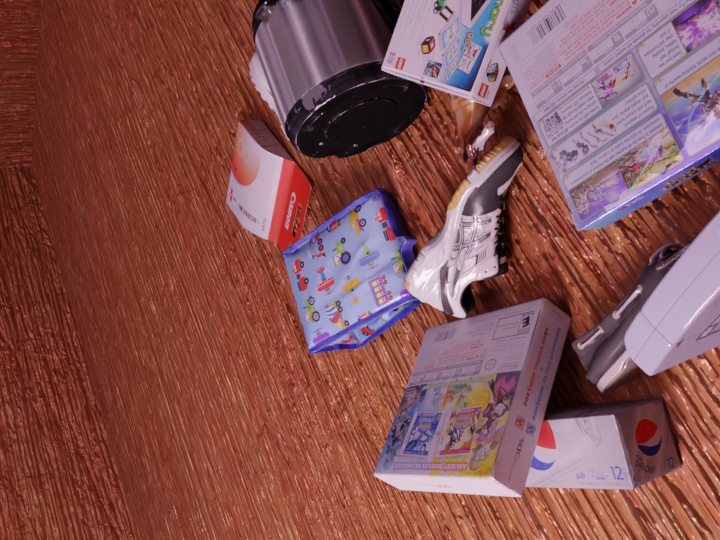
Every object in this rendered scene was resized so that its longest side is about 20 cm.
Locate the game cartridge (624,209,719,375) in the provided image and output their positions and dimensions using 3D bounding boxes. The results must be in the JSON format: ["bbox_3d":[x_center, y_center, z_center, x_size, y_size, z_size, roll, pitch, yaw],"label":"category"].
[{"bbox_3d":[0.259,-0.013,0.484,0.041,0.132,0.201,50,137,28],"label":"game cartridge"}]

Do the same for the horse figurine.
[{"bbox_3d":[0.105,-0.215,0.739,0.133,0.050,0.201,-55,50,31],"label":"horse figurine"}]

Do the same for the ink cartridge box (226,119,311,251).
[{"bbox_3d":[-0.153,-0.122,1.194,0.200,0.050,0.163,55,140,40],"label":"ink cartridge box"}]

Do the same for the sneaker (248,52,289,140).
[{"bbox_3d":[-0.090,-0.259,1.051,0.201,0.076,0.081,55,129,28],"label":"sneaker"}]

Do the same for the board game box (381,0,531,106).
[{"bbox_3d":[0.103,-0.267,0.691,0.126,0.034,0.202,31,106,41],"label":"board game box"}]

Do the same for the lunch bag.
[{"bbox_3d":[0.000,0.000,0.958,0.200,0.093,0.152,-36,64,45],"label":"lunch bag"}]

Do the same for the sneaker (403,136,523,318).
[{"bbox_3d":[0.126,-0.040,0.766,0.087,0.076,0.201,34,122,11],"label":"sneaker"}]

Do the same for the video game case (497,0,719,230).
[{"bbox_3d":[0.219,-0.156,0.571,0.200,0.045,0.183,-36,67,46],"label":"video game case"}]

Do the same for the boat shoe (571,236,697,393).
[{"bbox_3d":[0.231,0.024,0.602,0.057,0.066,0.201,54,143,29],"label":"boat shoe"}]

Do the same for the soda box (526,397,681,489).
[{"bbox_3d":[0.191,0.165,0.700,0.200,0.068,0.064,-25,77,58],"label":"soda box"}]

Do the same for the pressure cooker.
[{"bbox_3d":[-0.032,-0.252,0.846,0.176,0.177,0.202,-46,60,55],"label":"pressure cooker"}]

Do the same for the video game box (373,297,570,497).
[{"bbox_3d":[0.109,0.131,0.750,0.200,0.047,0.183,-23,36,58],"label":"video game box"}]
